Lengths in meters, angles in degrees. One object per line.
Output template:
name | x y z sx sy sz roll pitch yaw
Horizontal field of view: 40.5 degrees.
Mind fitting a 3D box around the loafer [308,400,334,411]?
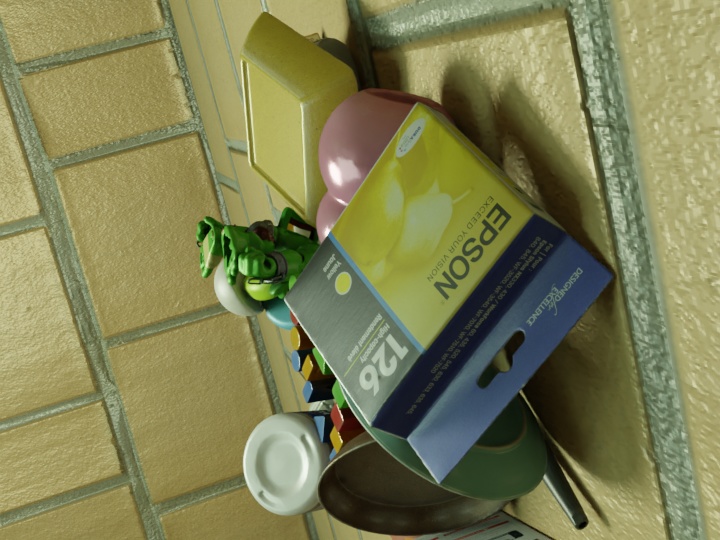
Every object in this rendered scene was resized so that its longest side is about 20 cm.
loafer | 0.000 0.116 1.205 0.200 0.070 0.070 -49 34 26

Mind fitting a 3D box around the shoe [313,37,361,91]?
shoe | -0.036 -0.152 1.098 0.091 0.071 0.201 -24 77 52

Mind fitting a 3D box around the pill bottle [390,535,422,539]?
pill bottle | 0.068 0.217 1.096 0.112 0.112 0.201 -164 57 -76

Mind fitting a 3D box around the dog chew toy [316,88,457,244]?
dog chew toy | 0.017 -0.051 0.843 0.125 0.124 0.201 -129 47 -61

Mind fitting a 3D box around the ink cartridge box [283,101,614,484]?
ink cartridge box | 0.049 0.013 0.708 0.198 0.047 0.200 -54 48 18

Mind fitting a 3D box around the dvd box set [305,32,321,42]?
dvd box set | -0.032 -0.172 1.213 0.146 0.029 0.201 97 153 -63

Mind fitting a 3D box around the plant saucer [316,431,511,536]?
plant saucer | 0.056 0.201 0.960 0.201 0.199 0.035 87 179 -49

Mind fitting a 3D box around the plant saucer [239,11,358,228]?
plant saucer | -0.073 -0.147 1.036 0.200 0.048 0.201 43 143 44

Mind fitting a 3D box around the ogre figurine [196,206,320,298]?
ogre figurine | -0.101 -0.021 1.067 0.200 0.119 0.099 162 109 -64

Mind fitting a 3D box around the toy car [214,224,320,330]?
toy car | -0.078 0.006 1.258 0.150 0.175 0.200 58 -163 -14

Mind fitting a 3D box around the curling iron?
curling iron | 0.145 0.156 0.858 0.050 0.025 0.200 -62 34 17

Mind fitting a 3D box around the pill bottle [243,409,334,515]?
pill bottle | -0.037 0.218 1.137 0.200 0.111 0.111 11 -125 -61

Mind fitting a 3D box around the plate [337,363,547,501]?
plate | 0.073 0.102 0.802 0.026 0.200 0.200 -59 39 30

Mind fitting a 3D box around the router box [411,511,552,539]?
router box | 0.081 0.304 0.953 0.179 0.199 0.049 162 91 -79

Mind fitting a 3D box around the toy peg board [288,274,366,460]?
toy peg board | -0.020 0.103 1.003 0.200 0.097 0.200 65 147 35
